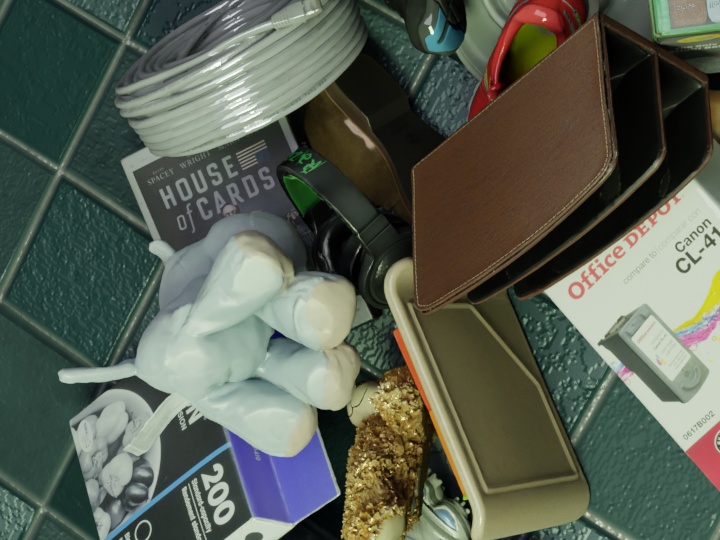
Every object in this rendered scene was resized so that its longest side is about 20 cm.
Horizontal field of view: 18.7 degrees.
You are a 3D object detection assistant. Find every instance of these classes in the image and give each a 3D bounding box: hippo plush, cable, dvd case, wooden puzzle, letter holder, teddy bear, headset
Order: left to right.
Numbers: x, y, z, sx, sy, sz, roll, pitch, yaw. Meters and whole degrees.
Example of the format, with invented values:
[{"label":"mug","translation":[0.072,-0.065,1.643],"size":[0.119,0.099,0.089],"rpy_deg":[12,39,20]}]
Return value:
[{"label":"hippo plush","translation":[-0.089,0.045,1.601],"size":[0.200,0.161,0.159],"rpy_deg":[-37,108,11]},{"label":"cable","translation":[-0.089,-0.161,1.650],"size":[0.200,0.200,0.069],"rpy_deg":[-29,109,9]},{"label":"dvd case","translation":[-0.087,-0.027,1.712],"size":[0.150,0.025,0.200],"rpy_deg":[-25,87,22]},{"label":"headset","translation":[0.000,0.000,1.617],"size":[0.094,0.123,0.200],"rpy_deg":[-43,111,-10]},{"label":"teddy bear","translation":[0.013,0.143,1.544],"size":[0.067,0.145,0.200],"rpy_deg":[7,61,8]},{"label":"wooden puzzle","translation":[0.087,0.091,1.552],"size":[0.037,0.185,0.200],"rpy_deg":[-23,78,27]},{"label":"letter holder","translation":[0.133,-0.048,1.461],"size":[0.200,0.101,0.142],"rpy_deg":[-39,37,39]}]

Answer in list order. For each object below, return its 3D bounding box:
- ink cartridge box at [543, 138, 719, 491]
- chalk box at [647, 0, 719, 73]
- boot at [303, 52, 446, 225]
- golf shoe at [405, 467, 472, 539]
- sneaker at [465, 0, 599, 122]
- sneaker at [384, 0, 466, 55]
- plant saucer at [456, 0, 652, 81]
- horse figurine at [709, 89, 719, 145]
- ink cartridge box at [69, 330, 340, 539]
[{"label":"ink cartridge box","translation":[0.249,0.033,1.510],"size":[0.200,0.086,0.148],"rpy_deg":[48,118,9]},{"label":"chalk box","translation":[0.252,-0.213,1.469],"size":[0.124,0.200,0.124],"rpy_deg":[-6,83,7]},{"label":"boot","translation":[0.029,-0.071,1.665],"size":[0.200,0.074,0.075],"rpy_deg":[54,136,14]},{"label":"golf shoe","translation":[0.075,0.239,1.595],"size":[0.097,0.078,0.200],"rpy_deg":[-41,61,-14]},{"label":"sneaker","translation":[0.110,-0.124,1.577],"size":[0.077,0.085,0.200],"rpy_deg":[21,127,12]},{"label":"sneaker","translation":[0.027,-0.223,1.622],"size":[0.082,0.073,0.200],"rpy_deg":[-18,45,7]},{"label":"plant saucer","translation":[0.144,-0.219,1.616],"size":[0.200,0.050,0.200],"rpy_deg":[-1,87,26]},{"label":"horse figurine","translation":[0.276,-0.073,1.548],"size":[0.200,0.050,0.133],"rpy_deg":[32,108,20]},{"label":"ink cartridge box","translation":[-0.123,0.141,1.659],"size":[0.200,0.043,0.198],"rpy_deg":[-38,48,20]}]
